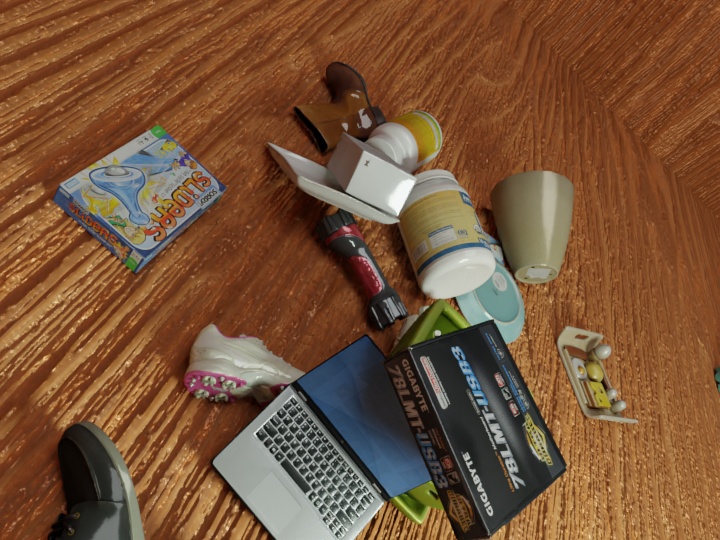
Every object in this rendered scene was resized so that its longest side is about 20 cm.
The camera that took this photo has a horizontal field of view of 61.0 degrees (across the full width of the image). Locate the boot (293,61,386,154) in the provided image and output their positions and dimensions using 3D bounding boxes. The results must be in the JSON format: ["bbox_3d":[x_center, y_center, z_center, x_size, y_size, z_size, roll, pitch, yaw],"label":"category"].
[{"bbox_3d":[-0.063,-0.327,1.217,0.199,0.068,0.190,-27,87,-43],"label":"boot"}]

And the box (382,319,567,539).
[{"bbox_3d":[0.134,0.167,0.690,0.197,0.049,0.202,-5,67,-51],"label":"box"}]

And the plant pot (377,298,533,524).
[{"bbox_3d":[0.088,0.196,0.815,0.200,0.181,0.199,45,37,-3],"label":"plant pot"}]

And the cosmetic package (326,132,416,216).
[{"bbox_3d":[0.013,-0.166,1.030,0.100,0.072,0.200,23,14,-18],"label":"cosmetic package"}]

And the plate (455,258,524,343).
[{"bbox_3d":[0.261,0.045,1.207,0.198,0.026,0.203,18,56,-29],"label":"plate"}]

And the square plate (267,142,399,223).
[{"bbox_3d":[-0.052,-0.141,1.022,0.196,0.029,0.200,21,16,-31],"label":"square plate"}]

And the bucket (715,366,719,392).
[{"bbox_3d":[1.118,0.339,1.713,0.205,0.135,0.210,25,45,-27],"label":"bucket"}]

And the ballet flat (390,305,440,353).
[{"bbox_3d":[0.098,0.096,0.993,0.072,0.072,0.199,54,31,7],"label":"ballet flat"}]

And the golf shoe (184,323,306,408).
[{"bbox_3d":[-0.120,0.124,0.766,0.198,0.075,0.093,22,42,-31],"label":"golf shoe"}]

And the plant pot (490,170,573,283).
[{"bbox_3d":[0.382,-0.082,1.346,0.185,0.186,0.203,21,59,-30],"label":"plant pot"}]

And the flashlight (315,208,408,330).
[{"bbox_3d":[0.000,0.000,0.991,0.202,0.067,0.068,62,14,10],"label":"flashlight"}]

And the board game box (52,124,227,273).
[{"bbox_3d":[-0.286,-0.103,0.822,0.135,0.034,0.201,42,39,-8],"label":"board game box"}]

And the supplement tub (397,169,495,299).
[{"bbox_3d":[0.149,-0.067,1.118,0.143,0.144,0.203,8,54,-39],"label":"supplement tub"}]

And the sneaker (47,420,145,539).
[{"bbox_3d":[-0.256,0.237,0.538,0.105,0.075,0.202,-6,64,-48],"label":"sneaker"}]

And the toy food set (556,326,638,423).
[{"bbox_3d":[0.503,0.221,1.285,0.142,0.060,0.203,14,50,-36],"label":"toy food set"}]

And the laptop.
[{"bbox_3d":[-0.024,0.213,0.677,0.200,0.116,0.188,-42,97,-26],"label":"laptop"}]

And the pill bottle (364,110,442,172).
[{"bbox_3d":[0.079,-0.247,1.225,0.111,0.111,0.200,49,38,2],"label":"pill bottle"}]

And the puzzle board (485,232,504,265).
[{"bbox_3d":[0.255,-0.020,1.283,0.149,0.017,0.202,27,44,-25],"label":"puzzle board"}]
